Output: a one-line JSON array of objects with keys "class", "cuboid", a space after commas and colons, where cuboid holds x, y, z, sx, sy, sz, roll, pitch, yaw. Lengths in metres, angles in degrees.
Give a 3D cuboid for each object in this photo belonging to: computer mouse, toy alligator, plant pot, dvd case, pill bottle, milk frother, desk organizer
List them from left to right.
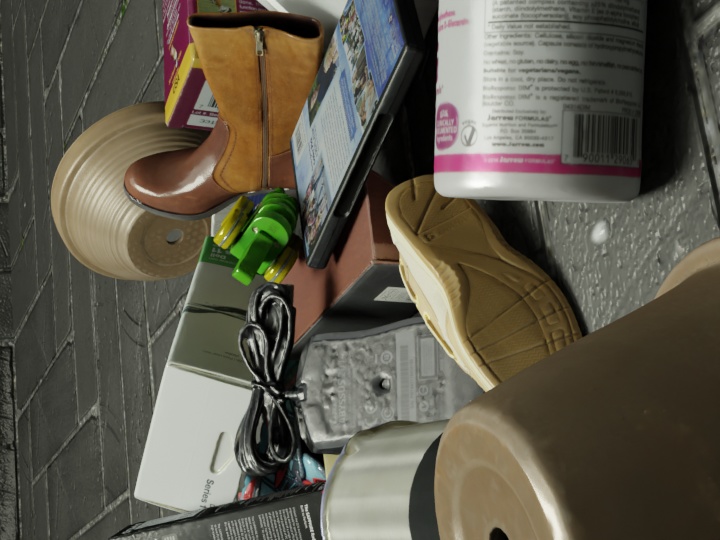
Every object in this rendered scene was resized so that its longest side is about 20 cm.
[{"class": "plant pot", "cuboid": [-0.198, -0.058, 1.302, 0.093, 0.199, 0.202, 57, 140, 45]}, {"class": "toy alligator", "cuboid": [-0.068, -0.040, 1.015, 0.054, 0.059, 0.200, -51, 9, 15]}, {"class": "dvd case", "cuboid": [-0.007, -0.119, 0.932, 0.143, 0.017, 0.201, -100, 28, -44]}, {"class": "desk organizer", "cuboid": [0.000, 0.000, 0.995, 0.200, 0.071, 0.078, 134, 135, -58]}, {"class": "computer mouse", "cuboid": [0.009, 0.076, 0.907, 0.199, 0.053, 0.140, -2, 77, 28]}, {"class": "milk frother", "cuboid": [0.041, 0.175, 0.708, 0.188, 0.199, 0.182, -24, 85, 62]}, {"class": "pill bottle", "cuboid": [0.098, -0.139, 0.711, 0.113, 0.112, 0.202, -173, 85, -67]}, {"class": "plant pot", "cuboid": [0.127, 0.090, 0.522, 0.200, 0.173, 0.202, 168, 90, -69]}]

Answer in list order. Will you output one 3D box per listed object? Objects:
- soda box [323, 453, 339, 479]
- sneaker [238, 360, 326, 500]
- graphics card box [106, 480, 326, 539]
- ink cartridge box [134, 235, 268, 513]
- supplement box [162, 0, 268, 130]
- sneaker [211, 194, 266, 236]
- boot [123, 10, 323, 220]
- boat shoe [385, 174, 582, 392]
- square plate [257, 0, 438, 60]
[{"class": "soda box", "cuboid": [0.013, 0.170, 0.942, 0.064, 0.067, 0.202, 77, -175, -71]}, {"class": "sneaker", "cuboid": [-0.048, 0.168, 1.094, 0.095, 0.079, 0.202, -151, 64, -62]}, {"class": "graphics card box", "cuboid": [-0.087, 0.243, 1.022, 0.051, 0.198, 0.127, -18, -87, -79]}, {"class": "ink cartridge box", "cuboid": [-0.121, 0.087, 1.105, 0.200, 0.082, 0.147, -85, 11, -60]}, {"class": "supplement box", "cuboid": [-0.102, -0.226, 1.145, 0.103, 0.130, 0.201, 127, 144, -55]}, {"class": "sneaker", "cuboid": [-0.123, -0.003, 1.272, 0.115, 0.080, 0.201, -166, 76, -64]}, {"class": "boot", "cuboid": [-0.115, -0.122, 1.057, 0.201, 0.187, 0.069, 83, -166, -56]}, {"class": "boat shoe", "cuboid": [0.079, 0.027, 0.821, 0.069, 0.073, 0.201, 83, 163, -52]}, {"class": "square plate", "cuboid": [-0.020, -0.245, 0.985, 0.200, 0.028, 0.199, 44, 137, 20]}]
